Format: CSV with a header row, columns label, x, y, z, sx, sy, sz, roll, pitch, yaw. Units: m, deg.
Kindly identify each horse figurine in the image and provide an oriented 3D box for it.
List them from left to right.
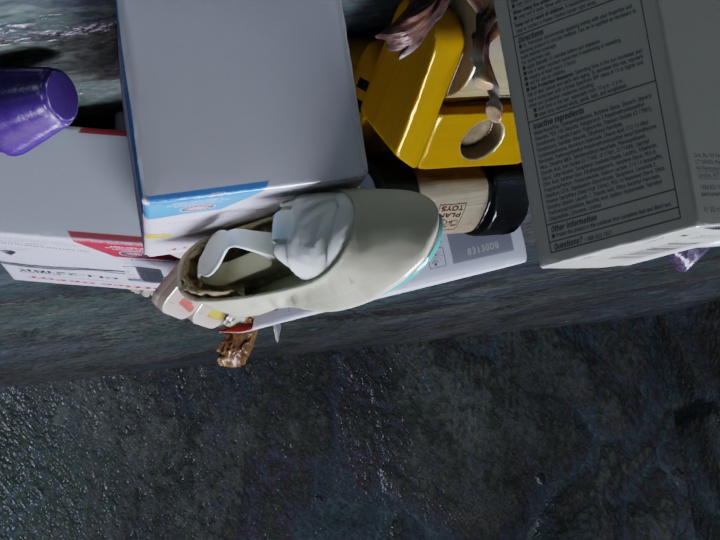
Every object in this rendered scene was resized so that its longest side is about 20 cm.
label,x,y,z,sx,sy,sz,roll,pitch,yaw
horse figurine,0.102,-0.137,1.072,0.199,0.133,0.050,17,149,-31

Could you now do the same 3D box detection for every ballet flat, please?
label,x,y,z,sx,sy,sz,roll,pitch,yaw
ballet flat,-0.038,-0.010,1.072,0.069,0.070,0.200,-3,171,-39

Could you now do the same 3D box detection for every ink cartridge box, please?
label,x,y,z,sx,sy,sz,roll,pitch,yaw
ink cartridge box,-0.195,-0.043,1.387,0.143,0.084,0.200,5,171,-2
ink cartridge box,-0.077,-0.089,1.133,0.128,0.126,0.200,-8,173,-8
ink cartridge box,0.000,0.000,1.343,0.159,0.048,0.200,-14,180,-27

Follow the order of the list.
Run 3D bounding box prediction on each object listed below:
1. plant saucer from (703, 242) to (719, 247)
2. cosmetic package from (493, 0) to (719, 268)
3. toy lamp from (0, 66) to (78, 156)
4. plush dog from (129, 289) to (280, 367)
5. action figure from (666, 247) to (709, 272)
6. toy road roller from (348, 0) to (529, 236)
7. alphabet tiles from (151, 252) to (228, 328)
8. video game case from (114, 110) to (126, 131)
label,x,y,z,sx,sy,sz,roll,pitch,yaw
plant saucer,0.261,-0.109,1.436,0.199,0.050,0.201,2,130,3
cosmetic package,0.131,-0.108,0.953,0.103,0.201,0.073,-14,171,43
toy lamp,-0.265,-0.087,1.188,0.199,0.059,0.058,-14,172,27
plush dog,-0.157,-0.012,1.677,0.171,0.161,0.200,16,180,19
action figure,0.201,-0.079,1.548,0.199,0.070,0.130,28,-165,-24
toy road roller,0.043,-0.119,1.206,0.122,0.146,0.201,-6,135,-33
alphabet tiles,-0.063,-0.042,1.335,0.200,0.015,0.196,-50,158,5
video game case,-0.087,-0.102,1.432,0.199,0.023,0.182,-8,173,-9
